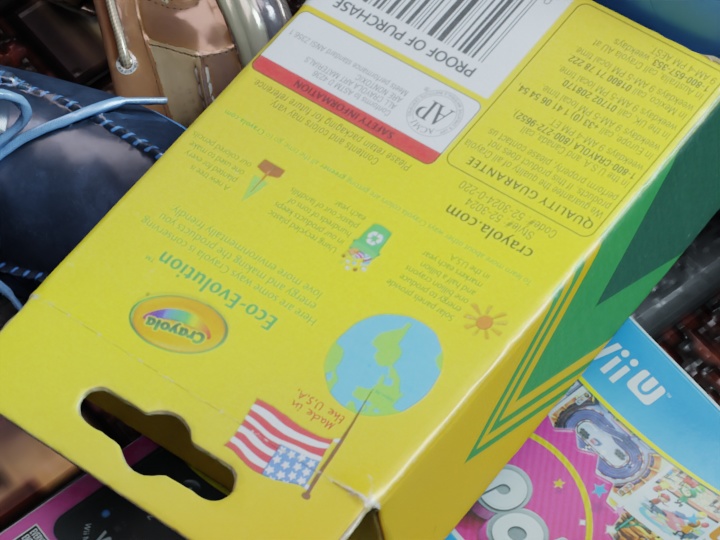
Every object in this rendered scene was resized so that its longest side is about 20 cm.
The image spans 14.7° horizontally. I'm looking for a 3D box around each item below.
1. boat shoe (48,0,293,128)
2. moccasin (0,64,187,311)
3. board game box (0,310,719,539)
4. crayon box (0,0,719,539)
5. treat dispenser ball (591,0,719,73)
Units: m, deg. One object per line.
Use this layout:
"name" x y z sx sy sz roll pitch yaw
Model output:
"boat shoe" -0.084 -0.122 0.936 0.072 0.076 0.200 -24 55 -5
"moccasin" -0.132 -0.030 0.873 0.199 0.068 0.081 13 92 26
"board game box" 0.007 0.089 0.785 0.200 0.064 0.148 -34 58 -15
"crayon box" 0.000 0.000 0.778 0.127 0.051 0.200 30 65 28
"treat dispenser ball" 0.147 -0.132 0.827 0.200 0.201 0.202 -4 56 6
